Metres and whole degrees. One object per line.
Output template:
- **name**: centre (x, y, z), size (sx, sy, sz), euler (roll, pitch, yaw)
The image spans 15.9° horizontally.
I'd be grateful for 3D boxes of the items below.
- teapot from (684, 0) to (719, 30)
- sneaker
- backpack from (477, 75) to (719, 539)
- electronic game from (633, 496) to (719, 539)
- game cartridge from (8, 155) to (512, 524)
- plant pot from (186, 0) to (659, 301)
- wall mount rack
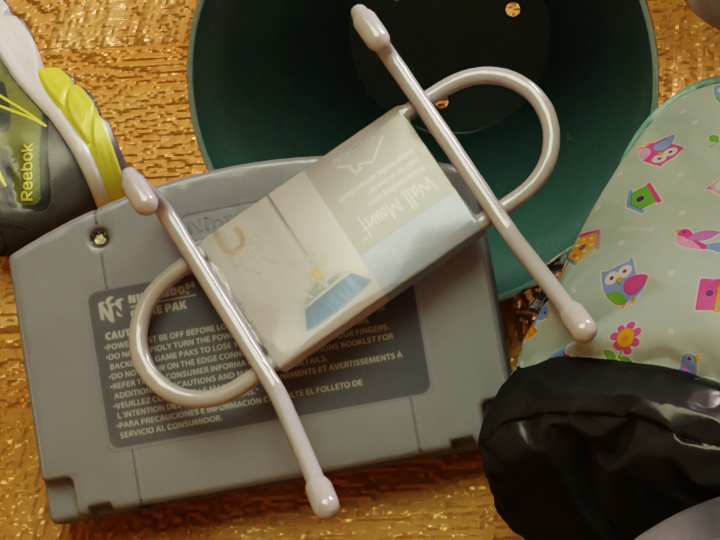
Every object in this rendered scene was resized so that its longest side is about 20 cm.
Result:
- **teapot**: centre (0.209, -0.181, 1.046), size (0.199, 0.197, 0.147), euler (7, 74, -33)
- **sneaker**: centre (-0.189, -0.079, 1.243), size (0.085, 0.075, 0.200), euler (-32, 45, -18)
- **backpack**: centre (0.150, 0.021, 1.006), size (0.166, 0.127, 0.200), euler (13, 52, 26)
- **electronic game**: centre (0.152, 0.170, 0.869), size (0.199, 0.042, 0.201), euler (-3, 69, 9)
- **game cartridge**: centre (-0.041, 0.023, 1.069), size (0.199, 0.042, 0.134), euler (-10, 78, 6)
- **plant pot**: centre (0.034, -0.095, 1.140), size (0.199, 0.201, 0.135), euler (-5, 13, 9)
- **wall mount rack**: centre (0.000, 0.000, 1.001), size (0.200, 0.075, 0.174), euler (-35, 68, 3)
